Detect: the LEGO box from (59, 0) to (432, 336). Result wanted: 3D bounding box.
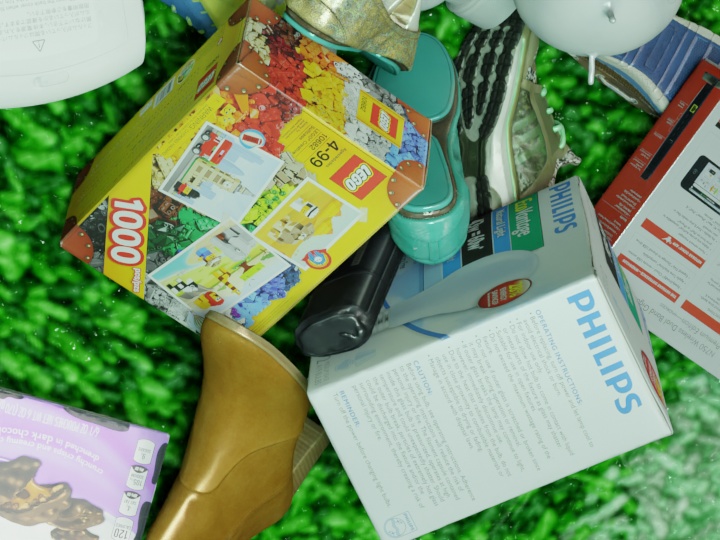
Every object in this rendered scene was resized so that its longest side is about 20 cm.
[{"bbox_3d":[-0.075,-0.057,1.683,0.149,0.200,0.077,33,37,-20],"label":"LEGO box"}]

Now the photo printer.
[{"bbox_3d":[-0.226,-0.205,1.677,0.166,0.069,0.200,-12,97,-21],"label":"photo printer"}]

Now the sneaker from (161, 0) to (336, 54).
[{"bbox_3d":[-0.087,-0.184,1.743,0.076,0.105,0.200,-50,139,-28],"label":"sneaker"}]

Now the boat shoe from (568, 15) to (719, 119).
[{"bbox_3d":[0.206,-0.152,1.857,0.200,0.072,0.072,38,81,-28],"label":"boat shoe"}]

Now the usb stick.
[{"bbox_3d":[0.000,0.000,1.724,0.055,0.200,0.033,-22,109,21],"label":"usb stick"}]

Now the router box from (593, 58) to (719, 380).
[{"bbox_3d":[0.266,-0.024,1.860,0.200,0.049,0.180,34,95,-32],"label":"router box"}]

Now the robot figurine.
[{"bbox_3d":[0.153,-0.223,1.702,0.113,0.170,0.200,-3,59,5],"label":"robot figurine"}]

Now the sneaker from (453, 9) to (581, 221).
[{"bbox_3d":[0.113,-0.095,1.832,0.089,0.077,0.200,1,99,-32],"label":"sneaker"}]

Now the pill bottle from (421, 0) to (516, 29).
[{"bbox_3d":[0.022,-0.243,1.757,0.200,0.111,0.111,27,82,-21],"label":"pill bottle"}]

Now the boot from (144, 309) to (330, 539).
[{"bbox_3d":[-0.094,0.125,1.705,0.144,0.071,0.201,-51,149,-15],"label":"boot"}]

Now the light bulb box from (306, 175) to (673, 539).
[{"bbox_3d":[0.083,0.057,1.712,0.200,0.198,0.125,-23,109,9],"label":"light bulb box"}]

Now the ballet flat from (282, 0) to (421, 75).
[{"bbox_3d":[0.006,-0.170,1.693,0.071,0.200,0.071,-1,88,16],"label":"ballet flat"}]

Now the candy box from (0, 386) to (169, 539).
[{"bbox_3d":[-0.234,0.179,1.693,0.168,0.072,0.200,17,86,-23],"label":"candy box"}]

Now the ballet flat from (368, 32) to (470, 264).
[{"bbox_3d":[0.038,-0.077,1.767,0.067,0.200,0.070,-4,132,1],"label":"ballet flat"}]
